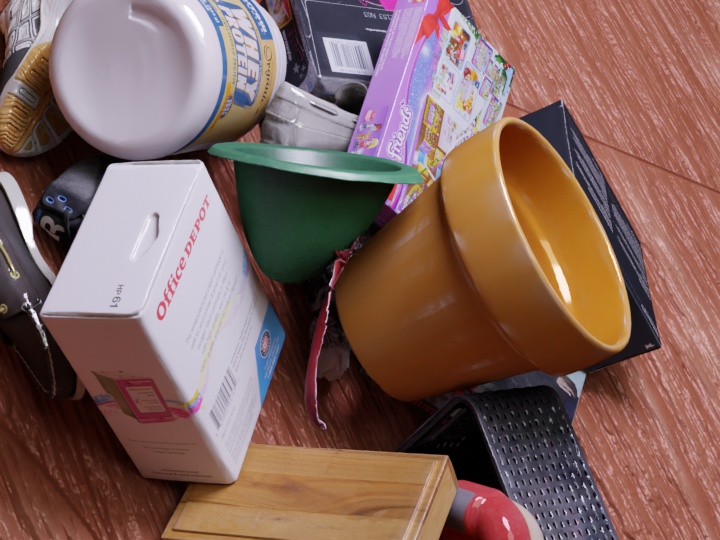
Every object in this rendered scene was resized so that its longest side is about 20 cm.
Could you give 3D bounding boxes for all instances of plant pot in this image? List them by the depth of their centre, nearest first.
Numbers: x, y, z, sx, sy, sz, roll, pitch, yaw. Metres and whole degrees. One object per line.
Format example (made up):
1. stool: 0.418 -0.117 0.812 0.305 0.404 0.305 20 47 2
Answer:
1. plant pot: 0.086 0.010 1.320 0.200 0.182 0.201 44 30 -34

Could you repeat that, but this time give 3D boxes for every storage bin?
1. storage bin: 0.118 0.206 1.318 0.093 0.135 0.202 -2 60 -34

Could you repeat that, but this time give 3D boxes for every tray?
1. tray: -0.037 0.175 1.213 0.099 0.198 0.037 -63 145 -43

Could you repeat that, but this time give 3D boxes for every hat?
1. hat: -0.048 0.001 1.267 0.164 0.178 0.200 11 9 23

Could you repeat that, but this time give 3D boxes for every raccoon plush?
1. raccoon plush: 0.000 0.000 1.449 0.133 0.096 0.202 11 81 -43

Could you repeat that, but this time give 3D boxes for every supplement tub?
1. supplement tub: -0.150 -0.169 1.362 0.145 0.145 0.200 48 18 5

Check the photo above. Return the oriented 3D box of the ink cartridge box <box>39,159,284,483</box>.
1. ink cartridge box: -0.138 0.039 1.217 0.084 0.201 0.145 2 50 21

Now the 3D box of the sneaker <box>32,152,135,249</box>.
1. sneaker: -0.215 -0.005 1.304 0.111 0.073 0.201 19 56 1

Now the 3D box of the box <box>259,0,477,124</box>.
1. box: 0.006 -0.187 1.540 0.198 0.115 0.133 1 59 -31

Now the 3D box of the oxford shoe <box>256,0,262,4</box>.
1. oxford shoe: -0.086 -0.267 1.568 0.198 0.071 0.073 1 53 -33

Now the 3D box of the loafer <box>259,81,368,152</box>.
1. loafer: 0.000 -0.125 1.431 0.070 0.071 0.199 25 18 39

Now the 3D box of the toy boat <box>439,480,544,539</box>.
1. toy boat: 0.048 0.254 1.208 0.130 0.130 0.202 10 88 -35

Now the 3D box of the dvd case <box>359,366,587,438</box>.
1. dvd case: 0.104 0.088 1.474 0.199 0.022 0.147 33 46 -8

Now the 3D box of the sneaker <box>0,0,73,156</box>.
1. sneaker: -0.268 -0.183 1.393 0.076 0.087 0.202 45 57 -46

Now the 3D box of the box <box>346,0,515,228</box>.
1. box: 0.059 -0.123 1.426 0.137 0.039 0.202 39 61 -42

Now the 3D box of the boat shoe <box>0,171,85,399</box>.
1. boat shoe: -0.264 0.016 1.248 0.060 0.072 0.202 -11 58 -33

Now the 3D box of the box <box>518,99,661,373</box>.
1. box: 0.194 -0.028 1.500 0.201 0.078 0.142 54 21 -38
